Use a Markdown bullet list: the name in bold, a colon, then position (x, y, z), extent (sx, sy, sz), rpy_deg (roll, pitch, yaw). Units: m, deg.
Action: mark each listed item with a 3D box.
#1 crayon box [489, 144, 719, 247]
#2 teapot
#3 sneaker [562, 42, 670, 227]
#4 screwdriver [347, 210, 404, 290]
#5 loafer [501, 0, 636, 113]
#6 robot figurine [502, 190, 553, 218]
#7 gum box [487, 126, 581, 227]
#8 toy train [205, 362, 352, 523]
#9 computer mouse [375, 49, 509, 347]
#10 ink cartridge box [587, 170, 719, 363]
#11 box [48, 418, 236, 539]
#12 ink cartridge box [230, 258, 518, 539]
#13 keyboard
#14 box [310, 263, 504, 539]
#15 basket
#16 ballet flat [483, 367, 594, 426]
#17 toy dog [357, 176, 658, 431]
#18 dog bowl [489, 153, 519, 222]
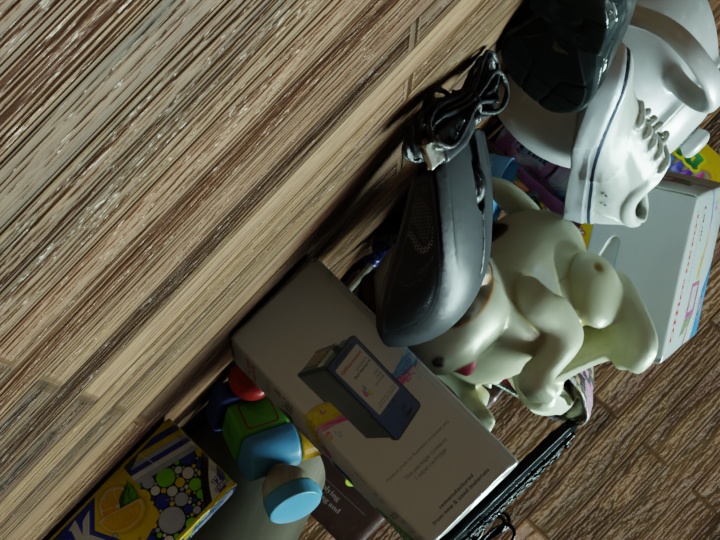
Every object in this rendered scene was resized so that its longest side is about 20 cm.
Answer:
- **crayon box**: position (0.242, -0.090, 1.865), extent (0.173, 0.200, 0.058), rpy_deg (-45, 175, -18)
- **teapot**: position (0.209, -0.145, 1.473), extent (0.198, 0.146, 0.200), rpy_deg (-50, 173, 35)
- **sneaker**: position (0.186, -0.096, 1.362), extent (0.200, 0.070, 0.073), rpy_deg (86, 13, -64)
- **screwdriver**: position (0.000, 0.000, 1.514), extent (0.028, 0.029, 0.200), rpy_deg (-11, -163, 33)
- **loafer**: position (0.144, -0.161, 1.236), extent (0.072, 0.073, 0.200), rpy_deg (-50, 177, -17)
- **robot figurine**: position (0.161, 0.022, 1.694), extent (0.058, 0.146, 0.200), rpy_deg (-15, 147, 4)
- **gum box**: position (0.203, -0.125, 1.751), extent (0.066, 0.113, 0.200), rpy_deg (-50, 174, 36)
- **toy train**: position (-0.008, 0.113, 1.477), extent (0.199, 0.116, 0.085), rpy_deg (-17, 154, -22)
- **computer mouse**: position (0.059, -0.030, 1.235), extent (0.139, 0.053, 0.201), rpy_deg (-46, 153, -54)
- **ink cartridge box**: position (0.250, -0.008, 1.650), extent (0.200, 0.084, 0.145), rpy_deg (-15, 117, -70)
- **box**: position (-0.180, 0.201, 1.351), extent (0.200, 0.070, 0.064), rpy_deg (-46, 174, -13)
- **ink cartridge box**: position (0.005, 0.097, 1.356), extent (0.087, 0.200, 0.145), rpy_deg (-42, 175, -9)
- **keyboard**: position (0.083, 0.187, 1.345), extent (0.200, 0.040, 0.104), rpy_deg (-42, 174, -8)
- **box**: position (0.014, 0.110, 1.711), extent (0.200, 0.166, 0.164), rpy_deg (-48, 175, 16)
- **basket**: position (-0.122, 0.208, 1.504), extent (0.200, 0.180, 0.136), rpy_deg (-51, 136, -39)
- **ballet flat**: position (0.124, 0.076, 1.590), extent (0.069, 0.200, 0.071), rpy_deg (-42, -144, 27)
- **toy dog**: position (0.097, 0.019, 1.395), extent (0.139, 0.195, 0.199), rpy_deg (-16, 170, 42)
- **dog bowl**: position (0.085, -0.049, 1.581), extent (0.200, 0.049, 0.112), rpy_deg (-8, 122, -82)
